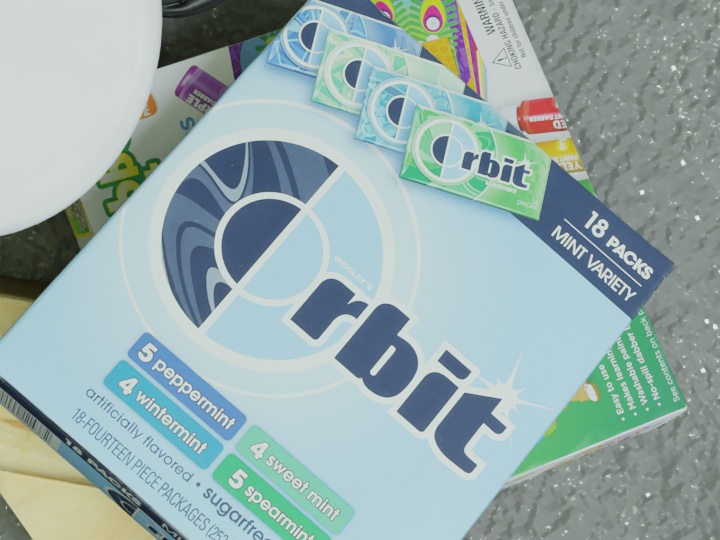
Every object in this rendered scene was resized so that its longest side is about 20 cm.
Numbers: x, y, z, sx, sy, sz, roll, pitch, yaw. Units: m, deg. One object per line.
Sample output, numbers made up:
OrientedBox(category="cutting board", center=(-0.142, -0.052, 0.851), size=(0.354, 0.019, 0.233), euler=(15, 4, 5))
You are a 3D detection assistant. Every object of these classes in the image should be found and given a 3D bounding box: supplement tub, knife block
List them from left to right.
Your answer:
OrientedBox(category="supplement tub", center=(-0.175, -0.095, 0.757), size=(0.140, 0.200, 0.141), euler=(-11, 109, -36))
OrientedBox(category="knife block", center=(-0.071, 0.041, 0.869), size=(0.175, 0.064, 0.200), euler=(-35, 97, -1))

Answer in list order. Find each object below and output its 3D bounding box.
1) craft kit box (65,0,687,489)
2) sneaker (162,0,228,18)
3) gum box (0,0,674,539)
OrientedBox(category="craft kit box", center=(0.000, 0.000, 0.834), size=(0.197, 0.049, 0.201), euler=(-21, 81, -15))
OrientedBox(category="sneaker", center=(-0.089, -0.124, 0.797), size=(0.199, 0.090, 0.070), euler=(-17, 118, 32))
OrientedBox(category="gum box", center=(-0.010, 0.019, 0.781), size=(0.170, 0.045, 0.200), euler=(40, 71, -1))
